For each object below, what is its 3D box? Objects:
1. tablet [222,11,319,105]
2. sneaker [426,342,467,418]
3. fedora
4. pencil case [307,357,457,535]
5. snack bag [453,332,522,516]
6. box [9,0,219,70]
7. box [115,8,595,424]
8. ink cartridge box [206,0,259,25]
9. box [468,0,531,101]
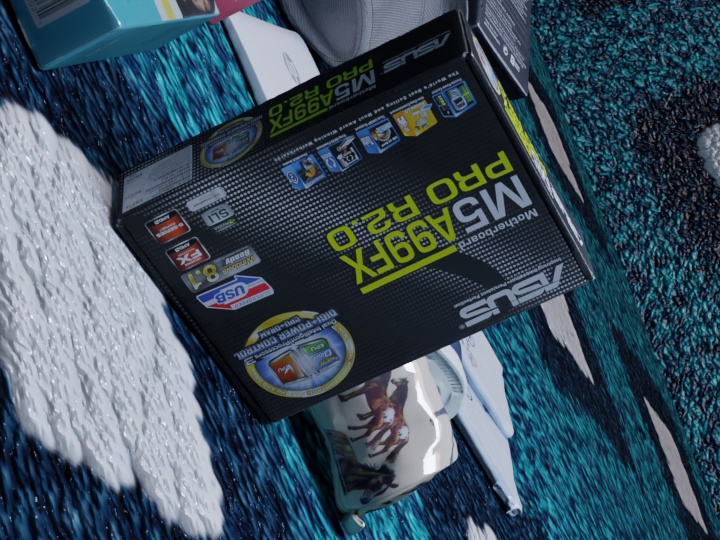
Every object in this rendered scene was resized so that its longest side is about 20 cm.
[{"bbox_3d":[-0.049,-0.130,1.312,0.131,0.014,0.200,67,12,4],"label":"tablet"},{"bbox_3d":[0.000,0.000,1.159,0.201,0.080,0.147,55,8,-28],"label":"sneaker"},{"bbox_3d":[-0.007,-0.236,1.421,0.090,0.175,0.202,-38,125,-46],"label":"fedora"},{"bbox_3d":[-0.012,0.046,1.007,0.202,0.089,0.078,67,-15,1],"label":"pencil case"},{"bbox_3d":[0.088,0.081,1.471,0.189,0.021,0.201,59,15,-29],"label":"snack bag"},{"bbox_3d":[-0.136,-0.160,0.932,0.083,0.049,0.200,65,13,-6],"label":"box"},{"bbox_3d":[-0.001,-0.022,0.893,0.161,0.198,0.044,57,16,-35],"label":"box"},{"bbox_3d":[-0.123,-0.270,1.105,0.200,0.084,0.147,36,32,-62],"label":"ink cartridge box"},{"bbox_3d":[0.071,-0.243,1.581,0.104,0.147,0.202,47,39,-43],"label":"box"}]
